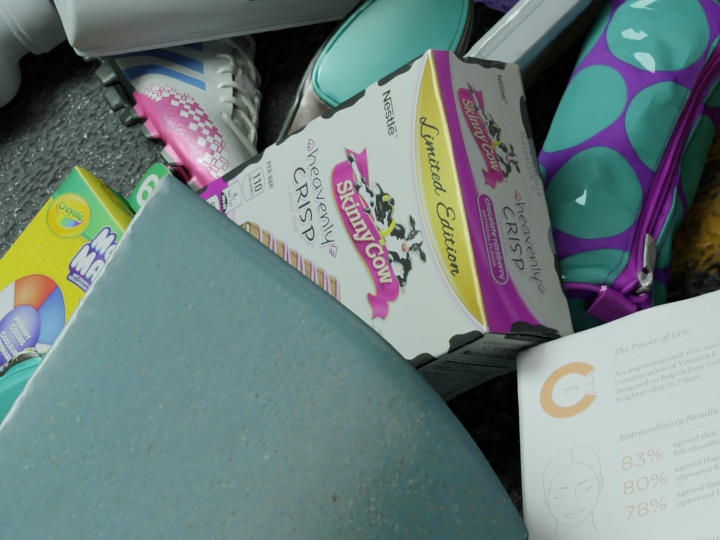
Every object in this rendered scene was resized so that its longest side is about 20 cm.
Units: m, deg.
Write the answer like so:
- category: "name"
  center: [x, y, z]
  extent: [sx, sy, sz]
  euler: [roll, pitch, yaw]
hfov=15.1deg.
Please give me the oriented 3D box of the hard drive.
- category: "hard drive"
  center: [0.116, -0.145, 1.373]
  extent: [0.026, 0.132, 0.200]
  euler: [45, 81, 4]

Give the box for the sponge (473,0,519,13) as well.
- category: "sponge"
  center: [0.075, -0.231, 1.486]
  extent: [0.111, 0.030, 0.201]
  euler: [20, 55, 4]

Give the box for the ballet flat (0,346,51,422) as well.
- category: "ballet flat"
  center: [-0.163, 0.081, 1.307]
  extent: [0.199, 0.064, 0.076]
  euler: [-18, 82, 26]

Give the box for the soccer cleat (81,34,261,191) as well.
- category: "soccer cleat"
  center: [-0.084, -0.094, 1.487]
  extent: [0.086, 0.070, 0.200]
  euler: [-33, 43, -6]

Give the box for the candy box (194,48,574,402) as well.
- category: "candy box"
  center: [0.000, 0.000, 1.259]
  extent: [0.199, 0.061, 0.137]
  euler: [-28, 65, 42]

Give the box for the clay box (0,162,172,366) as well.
- category: "clay box"
  center: [-0.157, 0.036, 1.399]
  extent: [0.200, 0.047, 0.115]
  euler: [-52, 42, 8]

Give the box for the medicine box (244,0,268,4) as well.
- category: "medicine box"
  center: [0.014, -0.252, 1.409]
  extent: [0.198, 0.103, 0.183]
  euler: [-10, 51, -5]

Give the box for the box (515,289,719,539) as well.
- category: "box"
  center: [0.141, 0.120, 1.129]
  extent: [0.124, 0.098, 0.201]
  euler: [-17, 46, 20]

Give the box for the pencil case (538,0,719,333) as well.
- category: "pencil case"
  center: [0.128, -0.046, 1.295]
  extent: [0.092, 0.085, 0.201]
  euler: [-14, 45, 45]

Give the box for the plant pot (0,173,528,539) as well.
- category: "plant pot"
  center: [-0.043, 0.114, 1.115]
  extent: [0.199, 0.196, 0.197]
  euler: [30, 77, 8]

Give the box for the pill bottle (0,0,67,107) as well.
- category: "pill bottle"
  center: [-0.272, -0.126, 1.606]
  extent: [0.199, 0.112, 0.112]
  euler: [-31, 42, 5]

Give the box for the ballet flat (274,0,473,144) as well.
- category: "ballet flat"
  center: [-0.010, -0.071, 1.413]
  extent: [0.068, 0.068, 0.201]
  euler: [33, 77, 7]

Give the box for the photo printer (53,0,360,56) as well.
- category: "photo printer"
  center: [-0.080, -0.190, 1.521]
  extent: [0.198, 0.070, 0.167]
  euler: [-10, 32, -12]
